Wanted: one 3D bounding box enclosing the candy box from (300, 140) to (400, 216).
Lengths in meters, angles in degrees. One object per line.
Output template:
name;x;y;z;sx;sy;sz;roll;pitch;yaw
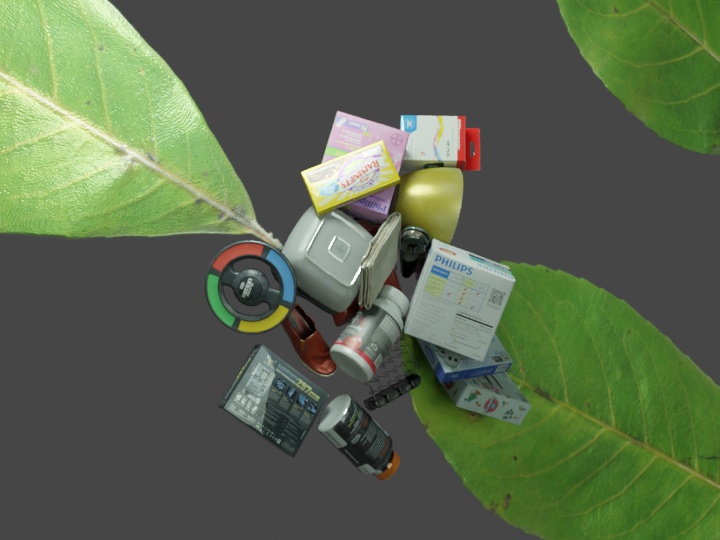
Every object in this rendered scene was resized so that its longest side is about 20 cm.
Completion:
candy box;-0.021;-0.201;1.657;0.196;0.026;0.104;-23;76;-7

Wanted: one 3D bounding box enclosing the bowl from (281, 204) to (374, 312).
bowl;-0.059;-0.039;1.666;0.198;0.074;0.202;36;63;-13

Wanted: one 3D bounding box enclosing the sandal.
sandal;-0.123;0.025;1.703;0.199;0.048;0.076;40;100;-12

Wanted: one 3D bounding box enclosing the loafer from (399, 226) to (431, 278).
loafer;0.121;-0.038;1.763;0.070;0.201;0.064;12;72;4

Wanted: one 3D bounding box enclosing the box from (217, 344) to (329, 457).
box;-0.186;0.282;1.655;0.199;0.051;0.160;38;70;-20

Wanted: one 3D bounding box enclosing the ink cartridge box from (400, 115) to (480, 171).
ink cartridge box;0.192;-0.304;1.832;0.195;0.067;0.119;1;74;3

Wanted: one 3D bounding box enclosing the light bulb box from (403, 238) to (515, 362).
light bulb box;0.219;0.065;1.717;0.194;0.125;0.204;20;105;-2

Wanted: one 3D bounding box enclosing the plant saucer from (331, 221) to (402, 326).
plant saucer;0.000;0.000;1.763;0.197;0.036;0.204;-22;96;-28

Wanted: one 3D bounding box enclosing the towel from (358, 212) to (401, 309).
towel;0.042;-0.022;1.678;0.201;0.034;0.135;-56;157;-46

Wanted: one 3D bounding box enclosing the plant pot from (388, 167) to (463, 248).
plant pot;0.144;-0.154;1.800;0.138;0.200;0.205;11;81;-9

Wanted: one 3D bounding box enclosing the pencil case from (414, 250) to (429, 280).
pencil case;0.229;0.022;1.864;0.197;0.087;0.089;24;76;-15

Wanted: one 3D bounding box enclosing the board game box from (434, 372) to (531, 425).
board game box;0.296;0.287;1.855;0.197;0.148;0.065;21;107;-26

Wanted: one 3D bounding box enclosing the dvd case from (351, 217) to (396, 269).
dvd case;-0.013;-0.050;1.789;0.196;0.017;0.146;-15;94;-28

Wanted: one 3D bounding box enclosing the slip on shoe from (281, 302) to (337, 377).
slip on shoe;-0.115;0.154;1.697;0.074;0.061;0.202;-39;106;-26

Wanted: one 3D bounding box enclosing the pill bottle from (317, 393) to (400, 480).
pill bottle;0.003;0.382;1.716;0.200;0.106;0.107;47;67;-17

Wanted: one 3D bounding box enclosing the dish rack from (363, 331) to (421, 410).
dish rack;0.053;0.208;1.788;0.151;0.054;0.204;-24;95;-28

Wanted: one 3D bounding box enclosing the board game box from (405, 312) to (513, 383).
board game box;0.234;0.166;1.826;0.196;0.044;0.201;-3;47;-27

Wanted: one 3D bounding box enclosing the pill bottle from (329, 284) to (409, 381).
pill bottle;0.027;0.134;1.693;0.111;0.110;0.201;44;64;-18

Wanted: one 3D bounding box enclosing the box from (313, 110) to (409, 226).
box;0.001;-0.229;1.730;0.172;0.097;0.205;17;78;1

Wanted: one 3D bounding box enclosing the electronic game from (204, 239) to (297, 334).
electronic game;-0.230;0.036;1.610;0.194;0.042;0.205;0;103;0
